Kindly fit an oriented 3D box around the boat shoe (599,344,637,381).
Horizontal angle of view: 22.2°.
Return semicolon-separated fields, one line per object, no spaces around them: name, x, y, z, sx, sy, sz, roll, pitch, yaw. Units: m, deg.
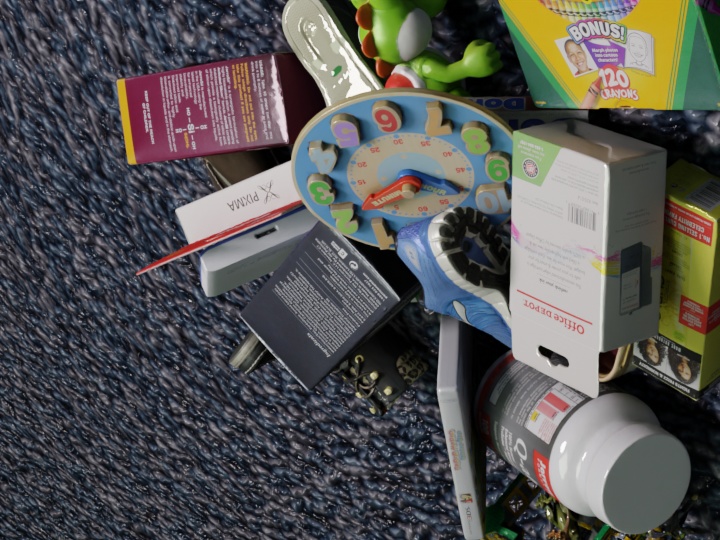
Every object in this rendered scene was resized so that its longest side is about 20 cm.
boat shoe;0.213;0.011;1.573;0.074;0.069;0.200;19;134;42

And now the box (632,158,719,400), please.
box;0.272;0.010;1.515;0.075;0.050;0.200;32;141;32

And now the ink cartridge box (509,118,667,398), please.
ink cartridge box;0.182;-0.011;1.487;0.117;0.067;0.200;27;124;50

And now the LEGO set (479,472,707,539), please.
LEGO set;0.215;0.251;1.716;0.200;0.154;0.116;5;142;51

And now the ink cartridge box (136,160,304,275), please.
ink cartridge box;-0.098;-0.066;1.726;0.200;0.176;0.045;-20;94;38

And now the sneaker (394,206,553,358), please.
sneaker;0.104;0.012;1.578;0.089;0.079;0.200;-2;144;46

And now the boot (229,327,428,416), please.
boot;-0.027;0.086;1.843;0.154;0.204;0.073;46;126;4

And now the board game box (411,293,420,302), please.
board game box;0.010;-0.058;1.814;0.105;0.023;0.200;-11;112;53

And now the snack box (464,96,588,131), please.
snack box;0.091;-0.112;1.546;0.200;0.024;0.072;0;131;6

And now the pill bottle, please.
pill bottle;0.197;0.149;1.637;0.200;0.116;0.116;34;147;57

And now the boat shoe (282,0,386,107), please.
boat shoe;0.003;-0.162;1.650;0.072;0.068;0.200;-31;80;34

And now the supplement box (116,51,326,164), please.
supplement box;-0.118;-0.155;1.738;0.200;0.110;0.086;-5;95;37

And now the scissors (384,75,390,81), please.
scissors;0.039;-0.119;1.729;0.073;0.014;0.200;15;132;42

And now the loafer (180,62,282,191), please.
loafer;-0.134;-0.123;1.866;0.200;0.073;0.071;54;179;1

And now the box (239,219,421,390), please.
box;0.000;0.000;1.725;0.104;0.148;0.200;47;139;3

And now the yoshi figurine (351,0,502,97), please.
yoshi figurine;0.061;-0.191;1.579;0.112;0.112;0.200;-20;125;14

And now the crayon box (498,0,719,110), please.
crayon box;0.203;-0.188;1.407;0.200;0.058;0.119;7;126;49

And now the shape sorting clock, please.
shape sorting clock;0.041;-0.079;1.530;0.200;0.039;0.200;2;146;2

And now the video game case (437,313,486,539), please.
video game case;0.097;0.121;1.736;0.023;0.200;0.182;-6;124;8

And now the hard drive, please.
hard drive;-0.095;-0.020;1.814;0.200;0.132;0.025;122;124;-81
